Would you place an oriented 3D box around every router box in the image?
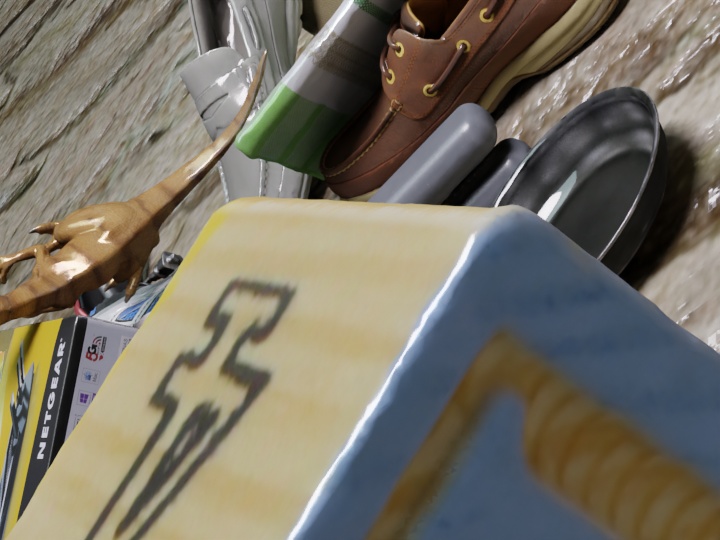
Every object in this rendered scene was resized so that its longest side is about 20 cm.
[{"bbox_3d":[-0.156,0.127,1.085,0.157,0.052,0.201,-12,66,65],"label":"router box"}]

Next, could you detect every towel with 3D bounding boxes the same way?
[{"bbox_3d":[0.018,-0.135,1.142,0.200,0.031,0.149,-51,-16,7],"label":"towel"}]

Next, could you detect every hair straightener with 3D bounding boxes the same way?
[{"bbox_3d":[-0.142,0.016,1.352,0.077,0.041,0.200,-49,20,14],"label":"hair straightener"}]

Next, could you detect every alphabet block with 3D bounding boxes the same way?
[{"bbox_3d":[0.018,0.107,0.632,0.197,0.195,0.200,-56,19,-11],"label":"alphabet block"}]

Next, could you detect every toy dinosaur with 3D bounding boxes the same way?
[{"bbox_3d":[-0.117,-0.019,1.111,0.200,0.060,0.106,-40,6,-15],"label":"toy dinosaur"}]

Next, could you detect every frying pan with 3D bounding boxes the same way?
[{"bbox_3d":[0.080,0.005,0.888,0.115,0.031,0.190,-36,30,41],"label":"frying pan"}]

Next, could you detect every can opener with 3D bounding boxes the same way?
[{"bbox_3d":[0.000,0.000,1.043,0.200,0.053,0.067,-45,21,23],"label":"can opener"}]

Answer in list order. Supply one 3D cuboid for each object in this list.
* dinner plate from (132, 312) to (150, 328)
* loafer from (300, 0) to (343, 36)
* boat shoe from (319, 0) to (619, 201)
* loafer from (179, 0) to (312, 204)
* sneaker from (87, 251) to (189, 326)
[{"bbox_3d":[-0.106,0.118,1.071,0.200,0.024,0.201,-46,37,50],"label":"dinner plate"},{"bbox_3d":[-0.012,-0.167,1.315,0.076,0.067,0.200,-53,20,4],"label":"loafer"},{"bbox_3d":[0.042,-0.108,1.099,0.200,0.067,0.072,-41,24,33],"label":"boat shoe"},{"bbox_3d":[-0.069,-0.099,1.258,0.070,0.070,0.201,-40,48,49],"label":"loafer"},{"bbox_3d":[-0.101,0.045,1.162,0.200,0.076,0.077,-45,17,28],"label":"sneaker"}]
